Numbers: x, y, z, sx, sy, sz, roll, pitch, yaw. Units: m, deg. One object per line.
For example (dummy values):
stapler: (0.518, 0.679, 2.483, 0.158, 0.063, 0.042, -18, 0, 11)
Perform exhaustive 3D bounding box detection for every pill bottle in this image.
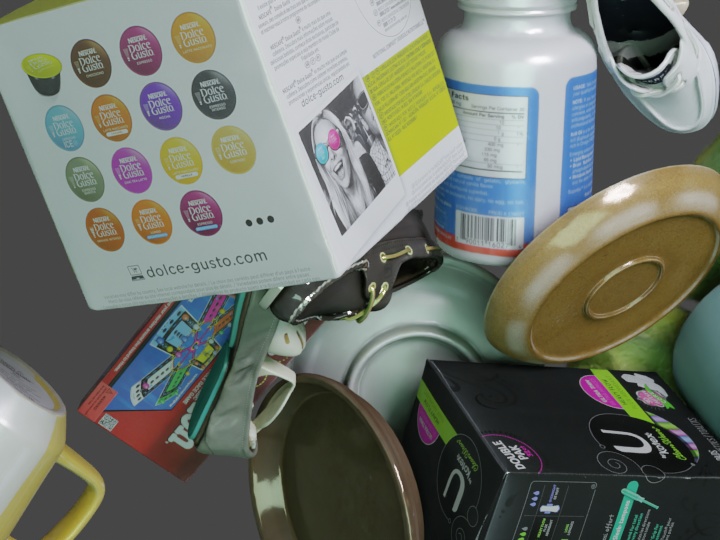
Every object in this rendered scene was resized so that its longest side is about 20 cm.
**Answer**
pill bottle: (0.107, -0.112, 1.139, 0.112, 0.112, 0.200, 0, 108, -2)

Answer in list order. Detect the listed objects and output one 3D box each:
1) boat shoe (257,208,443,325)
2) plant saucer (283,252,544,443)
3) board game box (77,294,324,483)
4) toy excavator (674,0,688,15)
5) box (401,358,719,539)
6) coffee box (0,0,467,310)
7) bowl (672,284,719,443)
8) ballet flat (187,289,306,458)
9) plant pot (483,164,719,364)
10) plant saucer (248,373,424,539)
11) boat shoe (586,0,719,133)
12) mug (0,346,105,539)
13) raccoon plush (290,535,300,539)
boat shoe: (0.000, 0.000, 1.123, 0.061, 0.201, 0.072, 48, 120, 6)
plant saucer: (0.041, 0.086, 1.235, 0.200, 0.050, 0.200, 0, 109, -1)
board game box: (-0.113, 0.061, 1.225, 0.103, 0.019, 0.200, 35, 111, -13)
toy excavator: (0.252, -0.263, 1.089, 0.200, 0.100, 0.194, -9, 133, 9)
box: (0.143, 0.154, 1.174, 0.200, 0.149, 0.124, 4, 116, -24)
coffee box: (-0.080, -0.112, 1.051, 0.200, 0.200, 0.198, -8, 110, 32)
bowl: (0.331, 0.093, 1.182, 0.201, 0.105, 0.201, 1, 132, 1)
ballet flat: (-0.071, 0.055, 1.171, 0.064, 0.067, 0.200, 15, 126, -9)
plant pot: (0.180, 0.005, 1.155, 0.200, 0.027, 0.200, -22, 149, -14)
plant saucer: (-0.016, 0.171, 1.197, 0.029, 0.200, 0.200, -11, 113, -35)
boat shoe: (0.192, -0.149, 1.116, 0.074, 0.065, 0.200, -17, 137, 26)
mug: (-0.290, 0.137, 1.216, 0.149, 0.187, 0.153, 42, 95, 19)
raccoon plush: (0.044, 0.245, 1.241, 0.200, 0.134, 0.097, -13, 108, 2)
